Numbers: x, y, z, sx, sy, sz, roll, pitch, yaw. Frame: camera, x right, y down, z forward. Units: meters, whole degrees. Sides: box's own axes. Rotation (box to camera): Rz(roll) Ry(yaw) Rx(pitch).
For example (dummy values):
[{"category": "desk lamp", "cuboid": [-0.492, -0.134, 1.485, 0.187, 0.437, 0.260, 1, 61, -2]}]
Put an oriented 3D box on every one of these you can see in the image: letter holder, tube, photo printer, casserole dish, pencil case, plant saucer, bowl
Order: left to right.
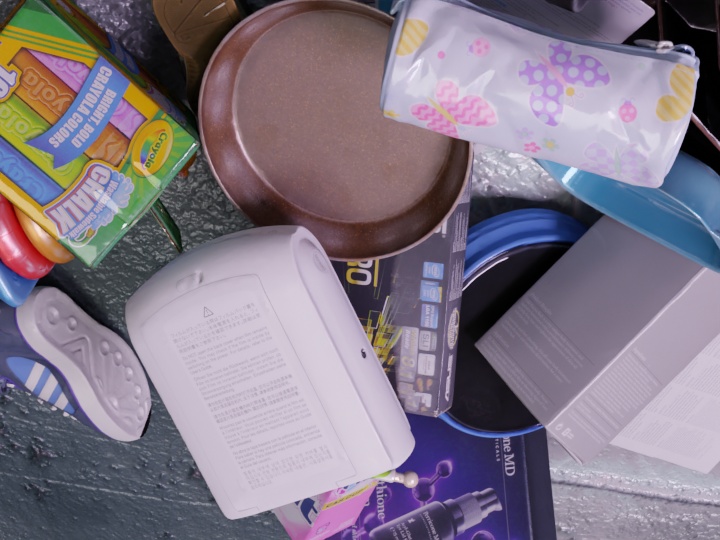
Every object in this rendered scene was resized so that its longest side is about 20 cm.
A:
[{"category": "photo printer", "cuboid": [-0.072, 0.071, 1.035, 0.165, 0.070, 0.202, -21, 104, 24]}, {"category": "plant saucer", "cuboid": [-0.016, -0.101, 0.985, 0.197, 0.035, 0.203, 8, 122, 12]}, {"category": "tube", "cuboid": [-0.006, -0.130, 1.008, 0.077, 0.050, 0.203, 16, 120, 24]}, {"category": "bowl", "cuboid": [0.128, 0.049, 1.146, 0.198, 0.039, 0.203, -10, 121, -17]}, {"category": "pencil case", "cuboid": [0.109, -0.115, 0.875, 0.197, 0.084, 0.091, 14, 138, 4]}, {"category": "casserole dish", "cuboid": [0.194, -0.064, 0.992, 0.199, 0.039, 0.121, 33, 173, 40]}, {"category": "letter holder", "cuboid": [0.270, -0.090, 0.978, 0.199, 0.143, 0.100, 38, 128, -26]}]

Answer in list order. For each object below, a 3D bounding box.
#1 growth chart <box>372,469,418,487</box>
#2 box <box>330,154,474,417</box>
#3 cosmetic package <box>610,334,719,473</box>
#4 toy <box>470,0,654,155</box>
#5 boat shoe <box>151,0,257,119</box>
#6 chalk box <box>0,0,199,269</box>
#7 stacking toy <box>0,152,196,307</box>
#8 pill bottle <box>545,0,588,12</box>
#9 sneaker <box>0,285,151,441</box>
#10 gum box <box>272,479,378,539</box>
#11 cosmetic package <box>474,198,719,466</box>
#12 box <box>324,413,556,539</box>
[{"category": "growth chart", "cuboid": [-0.024, 0.083, 1.167, 0.142, 0.202, 0.018, 7, 144, -10]}, {"category": "box", "cuboid": [0.000, 0.000, 1.083, 0.159, 0.049, 0.203, 8, 98, 19]}, {"category": "cosmetic package", "cuboid": [0.282, 0.084, 1.209, 0.149, 0.052, 0.201, 16, 135, -14]}, {"category": "toy", "cuboid": [0.099, -0.168, 0.998, 0.114, 0.048, 0.200, 27, 138, -23]}, {"category": "boat shoe", "cuboid": [-0.102, -0.170, 1.019, 0.072, 0.066, 0.201, -9, 151, 3]}, {"category": "chalk box", "cuboid": [-0.195, -0.094, 1.017, 0.200, 0.125, 0.124, 41, 96, -19]}, {"category": "stacking toy", "cuboid": [-0.219, -0.068, 1.125, 0.198, 0.110, 0.117, -22, 113, 13]}, {"category": "pill bottle", "cuboid": [0.060, -0.235, 0.850, 0.198, 0.112, 0.113, 27, 137, 12]}, {"category": "sneaker", "cuboid": [-0.300, 0.090, 1.305, 0.145, 0.081, 0.201, -9, 136, 29]}, {"category": "gum box", "cuboid": [-0.065, 0.123, 1.223, 0.066, 0.201, 0.114, -18, 149, -36]}, {"category": "cosmetic package", "cuboid": [0.198, 0.034, 1.072, 0.200, 0.107, 0.090, -42, 137, 4]}, {"category": "box", "cuboid": [0.071, 0.200, 1.275, 0.197, 0.150, 0.104, -11, 161, 18]}]
